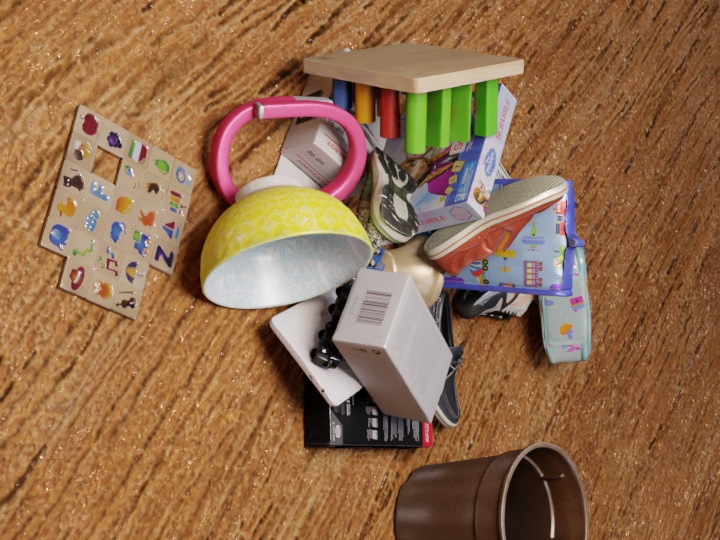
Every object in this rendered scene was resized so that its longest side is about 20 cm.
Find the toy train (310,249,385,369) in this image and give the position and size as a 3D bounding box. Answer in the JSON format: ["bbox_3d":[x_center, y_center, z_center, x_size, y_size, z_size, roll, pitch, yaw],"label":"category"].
[{"bbox_3d":[-0.009,0.036,1.335,0.046,0.034,0.200,28,54,-10],"label":"toy train"}]

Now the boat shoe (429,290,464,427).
[{"bbox_3d":[0.114,0.121,1.529,0.075,0.062,0.201,-13,91,-70],"label":"boat shoe"}]

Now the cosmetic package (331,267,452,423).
[{"bbox_3d":[0.043,0.093,1.322,0.102,0.071,0.200,-69,151,-27],"label":"cosmetic package"}]

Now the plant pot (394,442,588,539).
[{"bbox_3d":[0.164,0.331,1.448,0.200,0.198,0.201,13,72,-47],"label":"plant pot"}]

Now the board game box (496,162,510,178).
[{"bbox_3d":[0.187,-0.118,1.695,0.200,0.029,0.135,53,47,-27],"label":"board game box"}]

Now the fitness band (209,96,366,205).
[{"bbox_3d":[-0.085,-0.136,1.323,0.200,0.037,0.144,-5,113,-28],"label":"fitness band"}]

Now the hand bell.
[{"bbox_3d":[0.000,0.000,1.421,0.200,0.104,0.104,3,80,-36],"label":"hand bell"}]

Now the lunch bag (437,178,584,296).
[{"bbox_3d":[0.205,-0.046,1.457,0.094,0.200,0.151,-3,96,-47],"label":"lunch bag"}]

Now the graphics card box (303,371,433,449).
[{"bbox_3d":[0.012,0.168,1.423,0.200,0.051,0.126,10,74,-47],"label":"graphics card box"}]

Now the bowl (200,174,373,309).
[{"bbox_3d":[-0.094,-0.044,1.260,0.200,0.200,0.108,10,57,-47],"label":"bowl"}]

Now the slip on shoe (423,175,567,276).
[{"bbox_3d":[0.178,-0.058,1.400,0.061,0.200,0.074,52,15,-22],"label":"slip on shoe"}]

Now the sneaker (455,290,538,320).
[{"bbox_3d":[0.216,0.044,1.661,0.200,0.074,0.080,-23,101,-48],"label":"sneaker"}]

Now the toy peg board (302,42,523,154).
[{"bbox_3d":[0.065,-0.217,1.373,0.200,0.199,0.098,-18,116,-42],"label":"toy peg board"}]

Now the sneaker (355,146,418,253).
[{"bbox_3d":[0.016,-0.084,1.358,0.077,0.089,0.200,42,24,-20],"label":"sneaker"}]

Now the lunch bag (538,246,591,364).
[{"bbox_3d":[0.318,0.034,1.719,0.160,0.077,0.201,-62,147,-73],"label":"lunch bag"}]

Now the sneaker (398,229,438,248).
[{"bbox_3d":[0.118,-0.024,1.571,0.200,0.079,0.131,50,60,-37],"label":"sneaker"}]

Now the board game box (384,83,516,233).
[{"bbox_3d":[0.099,-0.141,1.473,0.041,0.199,0.200,41,53,-33],"label":"board game box"}]

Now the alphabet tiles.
[{"bbox_3d":[-0.263,-0.056,1.195,0.167,0.008,0.201,30,61,-41],"label":"alphabet tiles"}]

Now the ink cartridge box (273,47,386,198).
[{"bbox_3d":[-0.029,-0.174,1.434,0.116,0.067,0.200,38,56,-36],"label":"ink cartridge box"}]

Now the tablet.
[{"bbox_3d":[-0.024,0.084,1.367,0.130,0.014,0.200,53,32,5],"label":"tablet"}]
